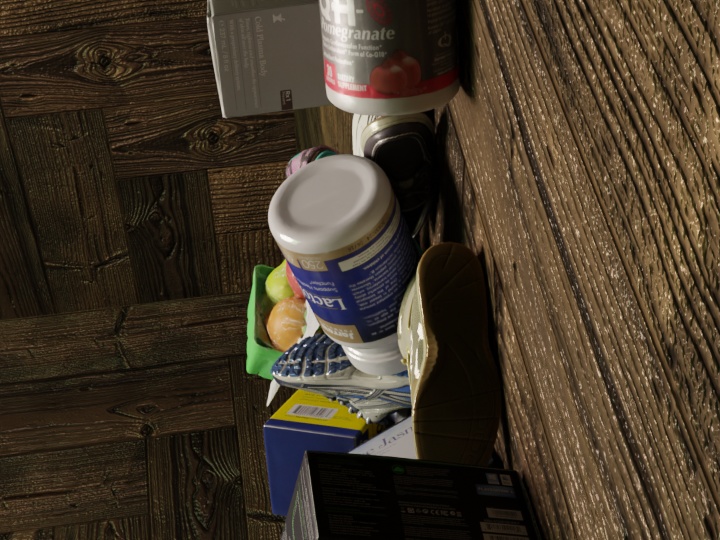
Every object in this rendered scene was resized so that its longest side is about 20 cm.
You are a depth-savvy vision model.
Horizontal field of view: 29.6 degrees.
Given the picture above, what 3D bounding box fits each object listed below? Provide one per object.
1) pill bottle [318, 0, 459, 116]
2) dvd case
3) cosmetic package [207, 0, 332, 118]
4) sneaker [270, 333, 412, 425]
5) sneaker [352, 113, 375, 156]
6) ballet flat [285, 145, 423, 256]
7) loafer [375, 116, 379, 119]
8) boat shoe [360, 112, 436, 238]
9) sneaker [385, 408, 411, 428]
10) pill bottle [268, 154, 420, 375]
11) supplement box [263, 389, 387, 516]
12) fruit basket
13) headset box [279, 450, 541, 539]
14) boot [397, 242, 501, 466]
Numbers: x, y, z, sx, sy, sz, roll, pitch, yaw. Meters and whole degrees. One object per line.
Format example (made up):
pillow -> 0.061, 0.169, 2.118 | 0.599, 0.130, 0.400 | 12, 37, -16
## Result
pill bottle -> 0.020, -0.231, 1.068 | 0.111, 0.110, 0.201 | -107, 12, -64
dvd case -> 0.042, 0.177, 1.216 | 0.018, 0.142, 0.200 | 59, 180, -13
cosmetic package -> -0.034, -0.211, 1.229 | 0.090, 0.199, 0.107 | -101, 4, -55
sneaker -> 0.000, 0.117, 1.370 | 0.077, 0.199, 0.086 | -51, -46, -49
sneaker -> 0.022, -0.078, 1.433 | 0.115, 0.075, 0.202 | -108, 15, -74
ballet flat -> -0.004, -0.046, 1.394 | 0.200, 0.069, 0.071 | 49, 155, -21
loafer -> 0.012, -0.183, 1.349 | 0.200, 0.072, 0.073 | -99, -17, -56
boat shoe -> 0.041, -0.086, 1.282 | 0.200, 0.072, 0.065 | 87, 170, -70
sneaker -> 0.072, 0.196, 1.403 | 0.082, 0.070, 0.201 | 2, 96, 59
pill bottle -> 0.000, 0.000, 1.266 | 0.116, 0.115, 0.200 | -102, -10, -47
supplement box -> -0.010, 0.176, 1.476 | 0.200, 0.109, 0.109 | -43, -47, -58
fruit basket -> -0.057, 0.025, 1.509 | 0.200, 0.093, 0.186 | -52, 26, 33
headset box -> 0.023, 0.248, 1.042 | 0.093, 0.173, 0.201 | -102, 23, -55
boot -> 0.069, 0.086, 1.156 | 0.155, 0.072, 0.201 | 123, 145, -81
